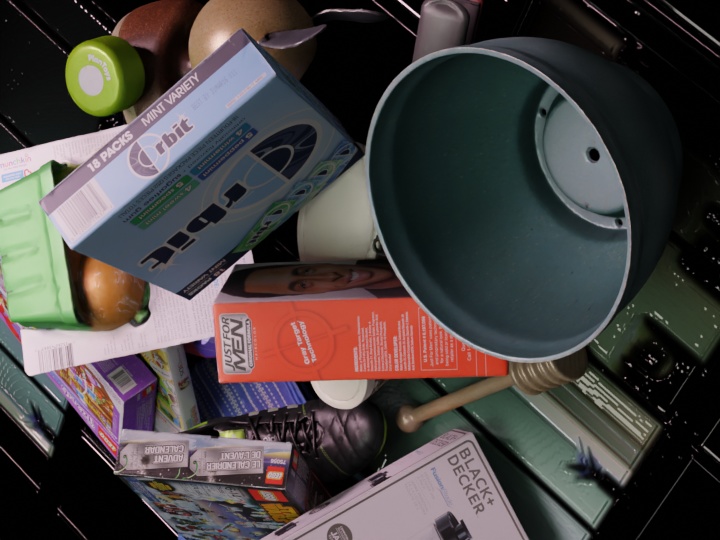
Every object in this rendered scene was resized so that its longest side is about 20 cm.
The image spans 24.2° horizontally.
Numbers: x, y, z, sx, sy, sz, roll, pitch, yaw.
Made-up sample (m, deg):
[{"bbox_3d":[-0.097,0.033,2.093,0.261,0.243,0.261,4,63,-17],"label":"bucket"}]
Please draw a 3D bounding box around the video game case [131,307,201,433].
[{"bbox_3d":[-0.209,0.066,1.466,0.200,0.023,0.183,39,151,32],"label":"video game case"}]

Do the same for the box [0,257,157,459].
[{"bbox_3d":[-0.254,0.060,1.464,0.200,0.039,0.137,48,155,15],"label":"box"}]

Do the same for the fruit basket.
[{"bbox_3d":[-0.186,-0.024,1.342,0.094,0.199,0.186,67,-169,-80],"label":"fruit basket"}]

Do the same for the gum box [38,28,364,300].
[{"bbox_3d":[-0.099,-0.063,1.125,0.170,0.200,0.045,-40,72,5],"label":"gum box"}]

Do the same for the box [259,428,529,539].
[{"bbox_3d":[0.020,0.215,1.250,0.117,0.199,0.060,63,170,0],"label":"box"}]

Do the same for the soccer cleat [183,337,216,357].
[{"bbox_3d":[-0.180,-0.005,1.408,0.067,0.076,0.200,-42,71,3],"label":"soccer cleat"}]

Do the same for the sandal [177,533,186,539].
[{"bbox_3d":[-0.139,0.263,1.438,0.080,0.086,0.201,103,157,-46],"label":"sandal"}]

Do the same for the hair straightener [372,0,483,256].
[{"bbox_3d":[0.036,-0.094,1.148,0.041,0.077,0.201,22,118,10],"label":"hair straightener"}]

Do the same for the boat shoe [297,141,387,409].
[{"bbox_3d":[-0.003,0.000,1.256,0.072,0.060,0.203,10,107,31],"label":"boat shoe"}]

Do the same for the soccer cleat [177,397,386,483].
[{"bbox_3d":[-0.065,0.138,1.338,0.199,0.081,0.068,-13,77,41],"label":"soccer cleat"}]

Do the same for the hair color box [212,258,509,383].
[{"bbox_3d":[0.004,0.033,1.171,0.199,0.102,0.062,-3,106,5],"label":"hair color box"}]

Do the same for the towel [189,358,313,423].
[{"bbox_3d":[-0.101,0.139,1.454,0.200,0.024,0.145,-33,85,47],"label":"towel"}]

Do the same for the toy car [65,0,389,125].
[{"bbox_3d":[-0.077,-0.139,1.204,0.199,0.164,0.159,-18,98,34],"label":"toy car"}]

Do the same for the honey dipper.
[{"bbox_3d":[0.088,0.086,1.241,0.200,0.038,0.038,-26,92,50],"label":"honey dipper"}]

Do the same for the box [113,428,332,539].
[{"bbox_3d":[-0.098,0.179,1.327,0.136,0.040,0.200,2,157,14],"label":"box"}]

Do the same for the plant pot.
[{"bbox_3d":[0.120,-0.059,1.061,0.200,0.134,0.201,20,123,35],"label":"plant pot"}]
